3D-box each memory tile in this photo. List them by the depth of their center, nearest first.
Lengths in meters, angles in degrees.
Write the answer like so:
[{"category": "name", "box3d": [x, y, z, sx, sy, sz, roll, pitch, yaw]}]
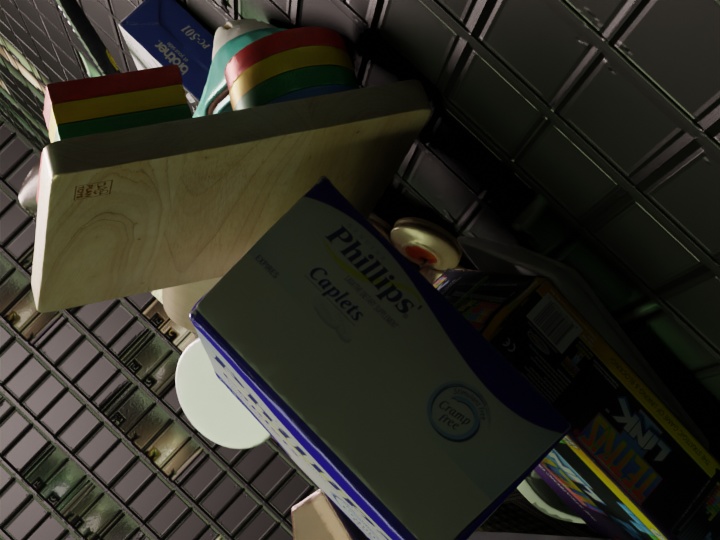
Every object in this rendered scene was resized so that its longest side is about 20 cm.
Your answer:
[{"category": "memory tile", "box3d": [0.000, 0.000, 1.053, 0.199, 0.017, 0.153, 11, 152, 31]}]

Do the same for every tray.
[{"category": "tray", "box3d": [0.143, 0.052, 0.878, 0.200, 0.022, 0.107, 49, 170, -27]}]

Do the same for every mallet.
[{"category": "mallet", "box3d": [-0.176, -0.125, 1.082, 0.200, 0.041, 0.066, 57, -157, -31]}]

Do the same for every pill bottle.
[{"category": "pill bottle", "box3d": [-0.060, 0.064, 1.218, 0.114, 0.114, 0.200, 43, -149, 7]}]

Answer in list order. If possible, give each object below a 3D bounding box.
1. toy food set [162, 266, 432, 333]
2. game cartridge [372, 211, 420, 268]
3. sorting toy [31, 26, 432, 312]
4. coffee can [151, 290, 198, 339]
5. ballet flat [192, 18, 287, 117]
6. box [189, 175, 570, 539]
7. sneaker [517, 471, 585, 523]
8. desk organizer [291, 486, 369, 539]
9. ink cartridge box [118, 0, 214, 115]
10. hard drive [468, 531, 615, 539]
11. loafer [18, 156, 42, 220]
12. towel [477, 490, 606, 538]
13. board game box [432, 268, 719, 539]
[{"category": "toy food set", "box3d": [-0.052, 0.006, 1.043, 0.199, 0.061, 0.144, 22, 145, 8]}, {"category": "game cartridge", "box3d": [-0.042, -0.033, 1.087, 0.129, 0.038, 0.200, -3, 144, 42]}, {"category": "sorting toy", "box3d": [-0.086, -0.059, 0.822, 0.200, 0.198, 0.070, 123, 132, -65]}, {"category": "coffee can", "box3d": [-0.160, -0.055, 1.312, 0.200, 0.146, 0.146, 44, 171, 1]}, {"category": "ballet flat", "box3d": [-0.073, -0.113, 0.909, 0.200, 0.067, 0.071, 126, 128, -64]}, {"category": "box", "box3d": [0.006, 0.071, 0.826, 0.184, 0.105, 0.200, 45, 169, 10]}, {"category": "sneaker", "box3d": [0.137, 0.115, 1.033, 0.200, 0.076, 0.087, 36, 153, -20]}, {"category": "desk organizer", "box3d": [0.020, 0.159, 1.014, 0.072, 0.077, 0.200, 58, -147, 6]}, {"category": "ink cartridge box", "box3d": [-0.122, -0.131, 1.123, 0.094, 0.044, 0.200, 44, 171, 11]}, {"category": "hard drive", "box3d": [0.131, 0.191, 0.904, 0.199, 0.025, 0.132, -3, -176, 34]}, {"category": "loafer", "box3d": [-0.199, -0.078, 1.136, 0.200, 0.071, 0.073, -18, -88, -70]}, {"category": "towel", "box3d": [0.145, 0.219, 1.206, 0.200, 0.035, 0.192, 1, -160, -46]}, {"category": "board game box", "box3d": [0.126, 0.088, 0.872, 0.200, 0.057, 0.165, 46, 169, -11]}]
